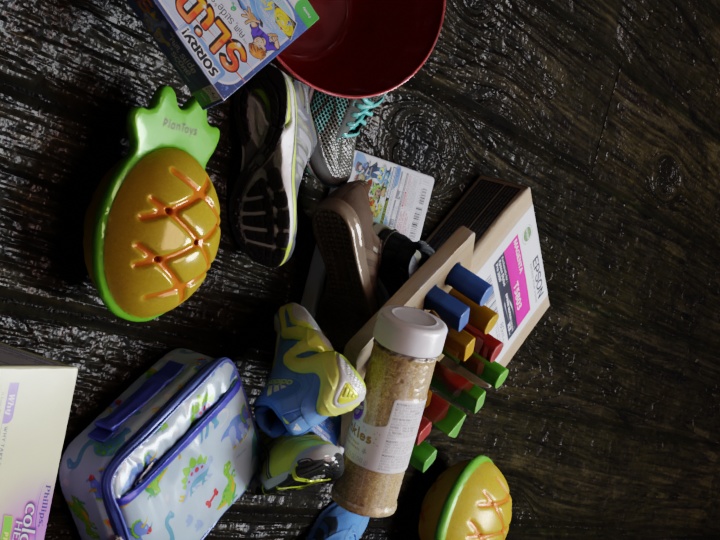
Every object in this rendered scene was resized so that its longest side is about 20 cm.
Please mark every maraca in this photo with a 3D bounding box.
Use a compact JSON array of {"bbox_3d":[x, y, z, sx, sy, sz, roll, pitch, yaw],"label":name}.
[{"bbox_3d":[-0.172,-0.055,1.309,0.137,0.107,0.200,9,94,-60],"label":"maraca"},{"bbox_3d":[0.121,0.324,1.910,0.200,0.107,0.137,-66,149,-14],"label":"maraca"}]

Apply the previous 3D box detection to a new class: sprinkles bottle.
[{"bbox_3d":[0.027,0.136,1.488,0.068,0.068,0.200,-11,120,-56],"label":"sprinkles bottle"}]

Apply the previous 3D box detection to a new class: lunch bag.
[{"bbox_3d":[-0.180,0.176,1.419,0.200,0.082,0.161,-45,134,-42],"label":"lunch bag"}]

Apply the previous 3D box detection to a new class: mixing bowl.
[{"bbox_3d":[-0.034,-0.252,1.413,0.200,0.108,0.201,0,89,-28],"label":"mixing bowl"}]

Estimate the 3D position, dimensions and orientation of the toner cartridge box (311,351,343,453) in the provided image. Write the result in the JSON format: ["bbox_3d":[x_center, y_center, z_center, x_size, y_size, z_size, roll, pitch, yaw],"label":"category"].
[{"bbox_3d":[-0.018,0.165,1.701,0.200,0.043,0.095,47,62,-54],"label":"toner cartridge box"}]

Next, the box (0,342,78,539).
[{"bbox_3d":[-0.328,0.145,1.155,0.200,0.097,0.176,5,98,-57],"label":"box"}]

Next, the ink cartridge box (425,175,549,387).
[{"bbox_3d":[0.152,0.013,1.879,0.165,0.075,0.200,-49,139,-34],"label":"ink cartridge box"}]

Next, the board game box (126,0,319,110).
[{"bbox_3d":[-0.136,-0.251,1.264,0.135,0.034,0.200,-47,110,-34],"label":"board game box"}]

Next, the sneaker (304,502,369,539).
[{"bbox_3d":[-0.033,0.323,1.712,0.200,0.078,0.066,-39,132,-46],"label":"sneaker"}]

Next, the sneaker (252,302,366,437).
[{"bbox_3d":[-0.072,0.099,1.504,0.105,0.200,0.076,-37,113,-6],"label":"sneaker"}]

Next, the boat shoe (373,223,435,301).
[{"bbox_3d":[0.070,0.012,1.714,0.075,0.066,0.199,-63,147,-21],"label":"boat shoe"}]

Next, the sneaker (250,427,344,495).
[{"bbox_3d":[-0.073,0.179,1.522,0.075,0.200,0.077,-6,82,-22],"label":"sneaker"}]

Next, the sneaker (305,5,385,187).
[{"bbox_3d":[-0.011,-0.175,1.529,0.078,0.091,0.200,-24,122,-51],"label":"sneaker"}]

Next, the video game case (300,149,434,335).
[{"bbox_3d":[0.007,-0.021,1.687,0.182,0.022,0.200,13,92,-59],"label":"video game case"}]

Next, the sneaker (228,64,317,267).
[{"bbox_3d":[-0.074,-0.100,1.482,0.081,0.074,0.200,-22,122,-56],"label":"sneaker"}]

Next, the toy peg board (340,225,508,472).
[{"bbox_3d":[0.079,0.095,1.618,0.200,0.098,0.199,-46,157,-29],"label":"toy peg board"}]

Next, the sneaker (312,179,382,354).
[{"bbox_3d":[0.000,0.000,1.594,0.076,0.070,0.200,-47,144,-42],"label":"sneaker"}]
